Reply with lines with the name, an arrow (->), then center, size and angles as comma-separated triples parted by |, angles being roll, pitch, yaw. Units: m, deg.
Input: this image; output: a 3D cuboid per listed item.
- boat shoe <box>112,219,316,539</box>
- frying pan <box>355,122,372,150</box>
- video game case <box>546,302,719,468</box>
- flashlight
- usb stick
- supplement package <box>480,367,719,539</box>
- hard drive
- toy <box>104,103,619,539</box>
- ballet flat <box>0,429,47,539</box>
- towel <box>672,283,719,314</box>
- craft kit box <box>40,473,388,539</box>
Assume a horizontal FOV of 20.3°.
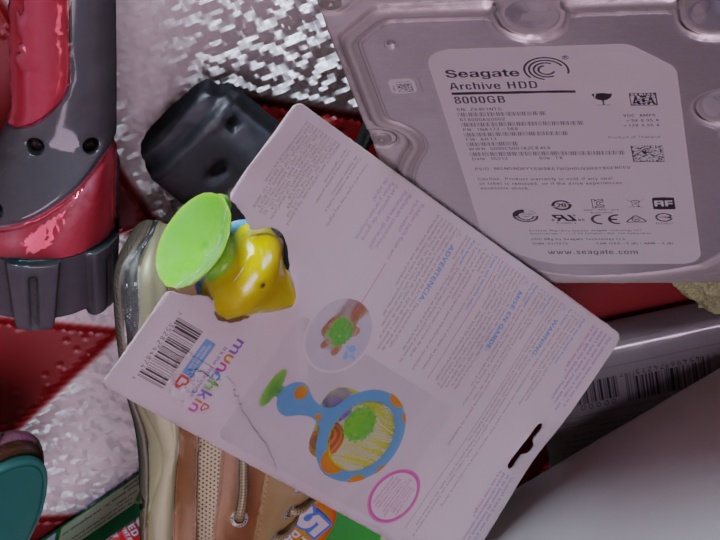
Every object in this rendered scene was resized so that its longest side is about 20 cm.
boat shoe -> -0.050, 0.077, 0.788 | 0.073, 0.076, 0.201 | -5, 112, 1
frying pan -> 0.028, -0.121, 0.730 | 0.190, 0.031, 0.115 | -45, 112, 7
video game case -> 0.185, 0.086, 0.893 | 0.199, 0.023, 0.183 | -12, 122, 1
flashlight -> -0.121, -0.079, 0.735 | 0.068, 0.068, 0.201 | 16, 123, 23
usb stick -> 0.000, 0.000, 0.803 | 0.200, 0.033, 0.055 | 40, 125, -20
supplement package -> 0.155, 0.122, 0.805 | 0.199, 0.117, 0.117 | -30, 115, -1
hard drive -> 0.072, -0.055, 0.690 | 0.139, 0.038, 0.200 | 0, 151, 13
toy -> 0.000, 0.025, 0.743 | 0.200, 0.047, 0.115 | 33, 92, -44
ballet flat -> -0.189, 0.132, 0.854 | 0.069, 0.071, 0.201 | -6, 130, -39
towel -> 0.155, -0.083, 0.777 | 0.148, 0.037, 0.200 | 30, 114, -22
craft kit box -> -0.020, 0.154, 0.888 | 0.200, 0.049, 0.198 | -35, 114, 15
